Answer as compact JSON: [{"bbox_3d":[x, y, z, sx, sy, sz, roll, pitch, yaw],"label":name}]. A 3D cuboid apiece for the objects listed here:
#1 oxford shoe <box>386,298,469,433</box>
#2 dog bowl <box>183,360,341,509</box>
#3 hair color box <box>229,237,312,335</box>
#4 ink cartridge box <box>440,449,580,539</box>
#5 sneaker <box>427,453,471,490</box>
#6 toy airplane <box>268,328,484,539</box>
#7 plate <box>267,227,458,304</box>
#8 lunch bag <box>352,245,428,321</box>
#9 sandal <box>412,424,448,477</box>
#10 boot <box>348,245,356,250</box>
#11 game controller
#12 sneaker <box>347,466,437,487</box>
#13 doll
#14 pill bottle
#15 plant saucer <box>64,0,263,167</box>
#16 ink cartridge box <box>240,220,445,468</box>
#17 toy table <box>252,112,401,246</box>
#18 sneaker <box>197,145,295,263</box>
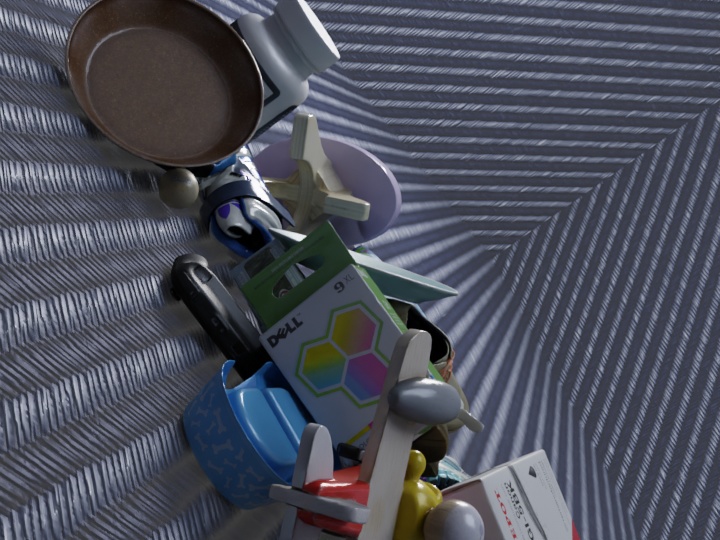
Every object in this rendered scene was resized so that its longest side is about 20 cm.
[{"bbox_3d":[0.065,0.102,1.260,0.200,0.073,0.072,48,52,-38],"label":"oxford shoe"},{"bbox_3d":[-0.078,0.133,0.995,0.112,0.049,0.200,59,10,12],"label":"dog bowl"},{"bbox_3d":[-0.044,0.073,1.215,0.099,0.060,0.201,55,-1,46],"label":"hair color box"},{"bbox_3d":[0.128,0.249,1.097,0.199,0.082,0.149,0,66,-67],"label":"ink cartridge box"},{"bbox_3d":[0.111,0.253,1.448,0.200,0.077,0.087,46,10,-46],"label":"sneaker"},{"bbox_3d":[0.020,0.173,0.903,0.200,0.139,0.203,-59,155,-49],"label":"toy airplane"},{"bbox_3d":[0.000,0.000,1.231,0.197,0.026,0.200,18,3,-1],"label":"plate"},{"bbox_3d":[0.026,0.089,1.406,0.200,0.127,0.170,45,11,-6],"label":"lunch bag"},{"bbox_3d":[0.049,0.158,1.220,0.200,0.079,0.055,81,20,-69],"label":"sandal"},{"bbox_3d":[0.013,0.037,1.648,0.096,0.073,0.201,45,13,-21],"label":"boot"},{"bbox_3d":[-0.104,0.071,1.126,0.201,0.042,0.104,55,-4,-14],"label":"game controller"},{"bbox_3d":[0.030,0.207,1.106,0.200,0.082,0.082,-93,-175,-70],"label":"sneaker"},{"bbox_3d":[-0.181,-0.150,1.253,0.134,0.048,0.203,11,60,-23],"label":"doll"},{"bbox_3d":[-0.127,-0.218,1.422,0.120,0.199,0.120,53,10,-14],"label":"pill bottle"},{"bbox_3d":[-0.191,-0.180,1.211,0.197,0.037,0.203,12,59,-21],"label":"plant saucer"},{"bbox_3d":[-0.015,0.064,1.069,0.201,0.103,0.059,54,6,9],"label":"ink cartridge box"},{"bbox_3d":[-0.062,-0.088,1.463,0.117,0.197,0.187,-15,104,-69],"label":"toy table"},{"bbox_3d":[-0.144,-0.096,1.300,0.201,0.080,0.147,58,4,-24],"label":"sneaker"}]
